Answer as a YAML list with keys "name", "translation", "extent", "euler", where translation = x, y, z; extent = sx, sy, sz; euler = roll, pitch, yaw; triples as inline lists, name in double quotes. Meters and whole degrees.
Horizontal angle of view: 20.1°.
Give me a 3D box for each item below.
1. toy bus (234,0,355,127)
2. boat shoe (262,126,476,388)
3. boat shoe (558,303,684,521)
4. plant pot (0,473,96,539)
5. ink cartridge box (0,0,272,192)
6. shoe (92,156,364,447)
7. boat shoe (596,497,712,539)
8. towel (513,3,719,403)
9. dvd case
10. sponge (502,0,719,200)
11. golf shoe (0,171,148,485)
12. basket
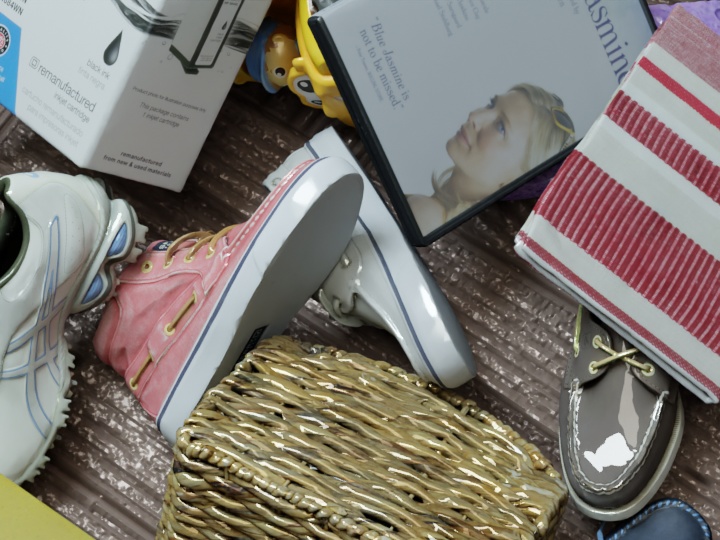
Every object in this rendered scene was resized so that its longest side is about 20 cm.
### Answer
- name: "toy bus"
  translation: [-0.043, -0.174, 1.227]
  extent: [0.191, 0.136, 0.201]
  euler: [-9, 69, 15]
- name: "boat shoe"
  translation: [0.000, 0.000, 1.163]
  extent: [0.066, 0.072, 0.200]
  euler: [-34, 55, 4]
- name: "boat shoe"
  translation: [0.151, 0.040, 1.135]
  extent: [0.072, 0.060, 0.201]
  euler: [8, 60, 20]
- name: "plant pot"
  translation: [-0.203, 0.218, 1.047]
  extent: [0.200, 0.200, 0.177]
  euler: [31, 62, 16]
- name: "ink cartridge box"
  translation: [-0.128, -0.169, 1.169]
  extent: [0.146, 0.084, 0.201]
  euler: [36, 105, 40]
- name: "shoe"
  translation: [-0.080, 0.000, 1.139]
  extent: [0.091, 0.071, 0.200]
  euler: [43, 118, 23]
- name: "boat shoe"
  translation: [0.127, 0.203, 1.079]
  extent: [0.084, 0.069, 0.200]
  euler: [29, 70, 17]
- name: "towel"
  translation: [0.186, -0.039, 1.136]
  extent: [0.144, 0.023, 0.200]
  euler: [37, 61, -2]
- name: "dvd case"
  translation: [0.080, -0.122, 1.149]
  extent: [0.200, 0.018, 0.143]
  euler: [-32, 106, -23]
- name: "sponge"
  translation: [0.166, -0.104, 1.225]
  extent: [0.199, 0.030, 0.112]
  euler: [-5, 68, 2]
- name: "golf shoe"
  translation: [-0.203, 0.035, 1.138]
  extent: [0.078, 0.097, 0.201]
  euler: [26, 97, 46]
- name: "basket"
  translation: [-0.002, 0.147, 1.119]
  extent: [0.199, 0.149, 0.143]
  euler: [25, 38, 14]
